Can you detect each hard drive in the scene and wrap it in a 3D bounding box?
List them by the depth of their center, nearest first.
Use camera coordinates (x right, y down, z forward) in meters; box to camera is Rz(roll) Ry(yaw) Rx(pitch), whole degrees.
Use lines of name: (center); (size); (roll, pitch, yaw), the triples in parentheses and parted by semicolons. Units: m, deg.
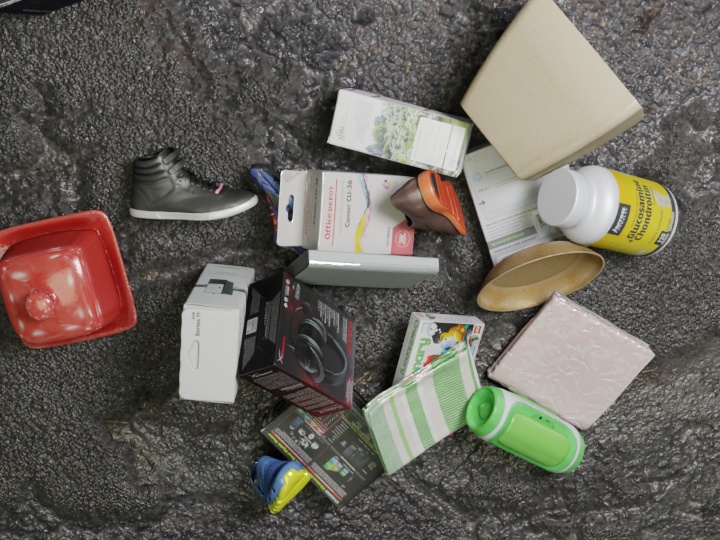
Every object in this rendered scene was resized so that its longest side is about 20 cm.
hard drive: (0.000, 0.000, 1.270); (0.197, 0.132, 0.027); (3, 77, -20)

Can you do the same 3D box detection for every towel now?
towel: (0.105, 0.219, 1.350); (0.198, 0.023, 0.154); (-30, 123, -15)
towel: (0.334, 0.148, 1.373); (0.198, 0.032, 0.192); (29, 118, -9)

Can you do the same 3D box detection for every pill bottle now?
pill bottle: (0.356, -0.089, 1.245); (0.197, 0.112, 0.114); (9, 109, -31)

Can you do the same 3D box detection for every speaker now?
speaker: (0.265, 0.257, 1.377); (0.198, 0.089, 0.089); (29, 105, -25)

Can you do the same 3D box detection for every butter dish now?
butter dish: (-0.461, 0.033, 1.290); (0.196, 0.148, 0.203); (-11, 107, 2)

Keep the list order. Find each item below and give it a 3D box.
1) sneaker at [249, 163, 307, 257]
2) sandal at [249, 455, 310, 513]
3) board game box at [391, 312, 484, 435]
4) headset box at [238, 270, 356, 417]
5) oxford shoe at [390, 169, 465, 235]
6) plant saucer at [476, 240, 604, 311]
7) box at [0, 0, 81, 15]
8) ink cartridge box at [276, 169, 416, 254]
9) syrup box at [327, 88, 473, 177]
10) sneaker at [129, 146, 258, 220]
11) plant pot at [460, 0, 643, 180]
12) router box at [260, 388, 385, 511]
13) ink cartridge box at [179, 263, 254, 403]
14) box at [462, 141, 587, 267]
sneaker: (-0.109, -0.074, 1.302); (0.078, 0.075, 0.201); (-32, 103, 12)
sandal: (-0.138, 0.336, 1.381); (0.079, 0.200, 0.087); (-36, 81, -26)
board game box: (0.115, 0.168, 1.370); (0.124, 0.035, 0.203); (4, 109, -29)
headset box: (-0.082, 0.117, 1.276); (0.076, 0.151, 0.199); (-19, 142, 33)
oxford shoe: (0.102, -0.091, 1.254); (0.072, 0.200, 0.072); (-20, 68, 18)
plant saucer: (0.266, 0.004, 1.293); (0.197, 0.201, 0.036); (-16, 66, 4)
box: (-0.389, -0.427, 1.126); (0.194, 0.200, 0.126); (-20, 104, 5)
ink cartridge box: (-0.019, -0.085, 1.255); (0.197, 0.067, 0.119); (0, 98, -26)
syrup box: (0.058, -0.202, 1.242); (0.197, 0.081, 0.080); (16, 106, 8)
sneaker: (-0.254, -0.133, 1.282); (0.196, 0.071, 0.101); (0, 112, 4)
plant pot: (0.253, -0.232, 1.174); (0.177, 0.200, 0.201); (-41, 82, 18)
router box: (-0.044, 0.271, 1.409); (0.149, 0.062, 0.200); (-41, 103, 9)
ink cartridge box: (-0.211, 0.090, 1.282); (0.081, 0.200, 0.149); (5, 107, -2)
box: (0.251, -0.109, 1.310); (0.154, 0.041, 0.203); (-20, 107, 5)
